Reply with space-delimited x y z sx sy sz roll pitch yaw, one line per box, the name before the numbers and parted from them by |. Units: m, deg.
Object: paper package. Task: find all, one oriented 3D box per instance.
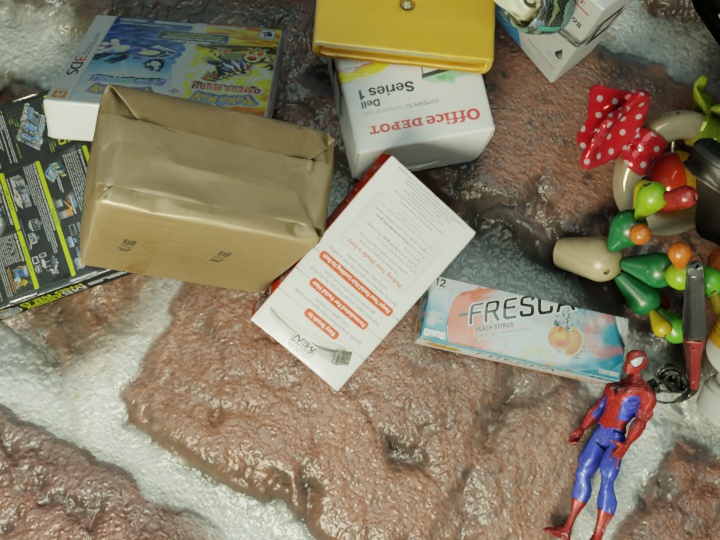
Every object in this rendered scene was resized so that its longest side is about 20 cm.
paper package | -0.145 -0.062 0.694 0.189 0.200 0.104 10 74 -19

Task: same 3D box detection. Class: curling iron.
curling iron | 0.303 0.066 0.733 0.049 0.201 0.026 -15 47 -1

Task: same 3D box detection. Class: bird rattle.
bird rattle | 0.315 -0.112 0.796 0.199 0.113 0.164 -15 111 -16

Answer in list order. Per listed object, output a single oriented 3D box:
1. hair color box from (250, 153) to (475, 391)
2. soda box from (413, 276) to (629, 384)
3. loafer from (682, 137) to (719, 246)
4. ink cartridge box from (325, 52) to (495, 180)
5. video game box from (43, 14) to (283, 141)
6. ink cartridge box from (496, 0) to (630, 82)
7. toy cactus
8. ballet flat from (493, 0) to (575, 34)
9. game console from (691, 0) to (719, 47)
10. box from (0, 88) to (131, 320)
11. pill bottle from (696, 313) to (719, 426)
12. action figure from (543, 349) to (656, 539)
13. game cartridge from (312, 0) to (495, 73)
hair color box | 0.000 0.000 0.749 0.111 0.064 0.200 41 93 -11
soda box | 0.155 0.060 0.777 0.199 0.068 0.064 12 79 0
loafer | 0.363 -0.055 0.766 0.071 0.200 0.073 -42 41 18
ink cartridge box | 0.043 -0.210 0.813 0.144 0.084 0.201 -11 80 -6
video game box | -0.182 -0.186 0.766 0.199 0.047 0.183 3 44 -3
ink cartridge box | 0.206 -0.288 0.778 0.067 0.200 0.116 -38 83 -10
toy cactus | 0.272 -0.014 0.768 0.164 0.200 0.103 12 61 39
ballet flat | 0.121 -0.301 0.724 0.074 0.074 0.200 -36 80 -9
game console | 0.443 -0.251 0.815 0.116 0.176 0.201 -30 67 19
box | -0.330 -0.068 0.786 0.159 0.044 0.201 -20 82 -8
pill bottle | 0.382 0.051 0.700 0.112 0.113 0.201 17 107 0
action figure | 0.240 0.171 0.766 0.052 0.065 0.201 31 78 -28
game cartridge | 0.047 -0.299 0.775 0.175 0.032 0.201 6 75 -3
